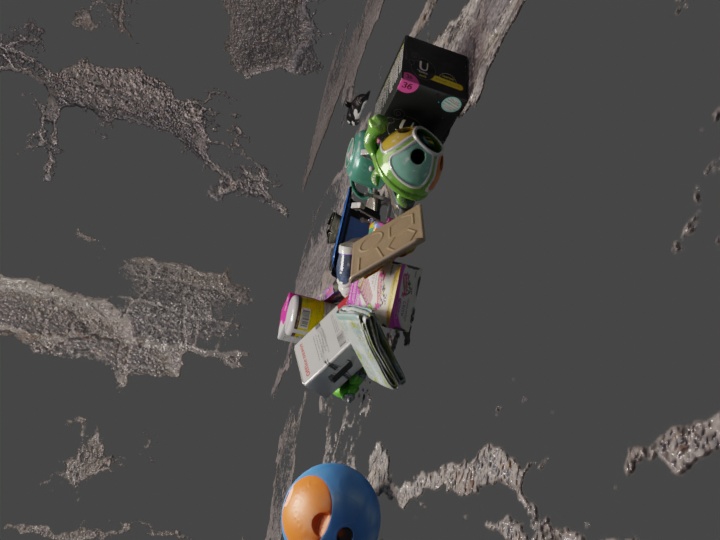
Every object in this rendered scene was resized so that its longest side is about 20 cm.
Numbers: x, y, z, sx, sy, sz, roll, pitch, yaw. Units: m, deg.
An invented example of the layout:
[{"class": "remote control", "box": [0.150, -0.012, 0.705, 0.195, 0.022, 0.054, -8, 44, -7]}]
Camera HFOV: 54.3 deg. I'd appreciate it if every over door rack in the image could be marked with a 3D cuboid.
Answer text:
[{"class": "over door rack", "box": [0.028, -0.199, 1.759, 0.199, 0.065, 0.152, 31, -113, -63]}]

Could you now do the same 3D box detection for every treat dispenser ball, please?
[{"class": "treat dispenser ball", "box": [-0.057, 0.483, 1.372, 0.201, 0.196, 0.207, -167, 90, -77]}]

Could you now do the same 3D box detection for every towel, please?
[{"class": "towel", "box": [0.018, 0.160, 1.478, 0.175, 0.047, 0.200, 65, 166, -8]}]

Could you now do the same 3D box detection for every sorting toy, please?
[{"class": "sorting toy", "box": [0.061, -0.055, 1.506, 0.182, 0.037, 0.201, -30, 20, 17]}]

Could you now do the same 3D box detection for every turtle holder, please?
[{"class": "turtle holder", "box": [0.096, -0.245, 1.480, 0.188, 0.139, 0.132, 56, 131, 13]}]

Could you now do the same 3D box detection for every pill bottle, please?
[{"class": "pill bottle", "box": [-0.100, 0.139, 1.898, 0.109, 0.195, 0.112, -167, 90, -77]}]

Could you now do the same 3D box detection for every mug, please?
[{"class": "mug", "box": [0.016, -0.306, 2.009, 0.152, 0.111, 0.190, -174, 97, -77]}]

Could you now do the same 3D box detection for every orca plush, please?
[{"class": "orca plush", "box": [-0.026, -0.599, 2.584, 0.200, 0.069, 0.108, 166, 116, -76]}]

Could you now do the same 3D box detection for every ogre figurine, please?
[{"class": "ogre figurine", "box": [-0.035, 0.259, 1.745, 0.197, 0.097, 0.122, 15, 78, 46]}]

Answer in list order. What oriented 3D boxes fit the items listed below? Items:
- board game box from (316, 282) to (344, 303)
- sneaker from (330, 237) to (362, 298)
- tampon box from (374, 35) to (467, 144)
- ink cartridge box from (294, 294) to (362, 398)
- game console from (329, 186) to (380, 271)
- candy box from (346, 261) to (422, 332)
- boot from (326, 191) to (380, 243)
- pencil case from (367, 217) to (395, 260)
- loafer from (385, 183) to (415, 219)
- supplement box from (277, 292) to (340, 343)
[{"class": "board game box", "box": [-0.043, 0.059, 1.909, 0.200, 0.117, 0.033, 140, 124, -71]}, {"class": "sneaker", "box": [0.000, 0.000, 1.769, 0.199, 0.079, 0.151, -20, -67, -62]}, {"class": "tampon box", "box": [0.124, -0.367, 1.507, 0.201, 0.146, 0.129, 123, 158, -57]}, {"class": "ink cartridge box", "box": [-0.055, 0.182, 1.680, 0.199, 0.083, 0.145, -42, 36, 14]}, {"class": "game console", "box": [-0.008, -0.090, 1.839, 0.117, 0.168, 0.205, -6, 67, 58]}, {"class": "candy box", "box": [0.047, 0.045, 1.534, 0.199, 0.060, 0.140, 12, 90, 60]}, {"class": "boot", "box": [-0.023, -0.143, 1.988, 0.068, 0.127, 0.203, -95, 22, -53]}, {"class": "pencil case", "box": [0.045, -0.020, 1.684, 0.088, 0.086, 0.206, 158, 123, -75]}, {"class": "loafer", "box": [0.087, -0.195, 1.699, 0.202, 0.070, 0.064, -96, 17, -50]}, {"class": "supplement box", "box": [-0.129, 0.152, 2.012, 0.104, 0.195, 0.103, 120, 159, -51]}]
